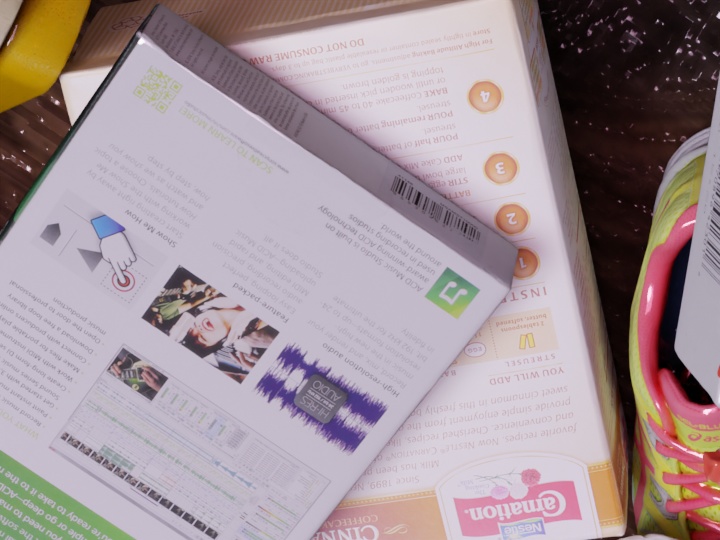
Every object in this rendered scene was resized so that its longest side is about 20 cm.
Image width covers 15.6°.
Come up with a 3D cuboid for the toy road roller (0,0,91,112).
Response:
[{"bbox_3d":[-0.159,-0.138,0.908,0.123,0.200,0.146,23,82,-19],"label":"toy road roller"}]

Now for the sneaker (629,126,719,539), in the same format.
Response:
[{"bbox_3d":[0.124,0.054,0.912,0.078,0.090,0.200,-4,102,16],"label":"sneaker"}]

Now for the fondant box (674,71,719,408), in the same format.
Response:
[{"bbox_3d":[0.211,-0.026,0.830,0.200,0.058,0.145,4,106,-10],"label":"fondant box"}]

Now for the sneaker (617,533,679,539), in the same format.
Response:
[{"bbox_3d":[0.055,0.189,0.915,0.079,0.130,0.199,38,133,-18],"label":"sneaker"}]

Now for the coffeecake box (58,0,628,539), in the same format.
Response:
[{"bbox_3d":[0.000,0.000,0.907,0.153,0.073,0.200,-9,112,11],"label":"coffeecake box"}]

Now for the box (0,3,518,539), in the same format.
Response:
[{"bbox_3d":[-0.062,0.031,0.872,0.144,0.036,0.200,35,114,-7],"label":"box"}]

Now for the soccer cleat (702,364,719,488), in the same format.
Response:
[{"bbox_3d":[0.164,0.003,0.769,0.077,0.069,0.200,12,105,-22],"label":"soccer cleat"}]
